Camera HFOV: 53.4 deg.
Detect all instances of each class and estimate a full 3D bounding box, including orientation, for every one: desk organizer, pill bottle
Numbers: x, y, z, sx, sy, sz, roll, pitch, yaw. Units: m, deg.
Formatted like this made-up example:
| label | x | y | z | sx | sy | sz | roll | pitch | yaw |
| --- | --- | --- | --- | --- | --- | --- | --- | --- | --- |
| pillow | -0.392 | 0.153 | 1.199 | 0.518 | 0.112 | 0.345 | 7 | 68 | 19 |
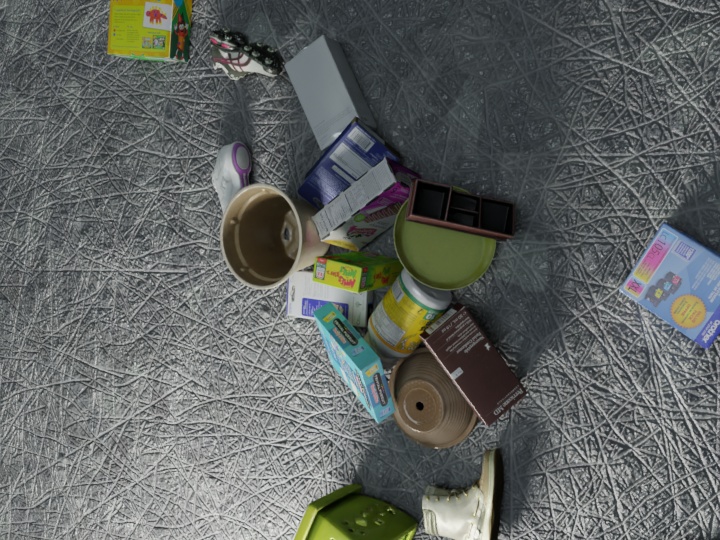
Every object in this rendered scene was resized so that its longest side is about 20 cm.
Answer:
| label | x | y | z | sx | sy | sz | roll | pitch | yaw |
| --- | --- | --- | --- | --- | --- | --- | --- | --- | --- |
| desk organizer | 0.184 | -0.110 | 1.299 | 0.194 | 0.077 | 0.074 | 12 | 89 | -1 |
| pill bottle | 0.082 | 0.095 | 1.393 | 0.113 | 0.112 | 0.202 | 44 | 120 | 17 |

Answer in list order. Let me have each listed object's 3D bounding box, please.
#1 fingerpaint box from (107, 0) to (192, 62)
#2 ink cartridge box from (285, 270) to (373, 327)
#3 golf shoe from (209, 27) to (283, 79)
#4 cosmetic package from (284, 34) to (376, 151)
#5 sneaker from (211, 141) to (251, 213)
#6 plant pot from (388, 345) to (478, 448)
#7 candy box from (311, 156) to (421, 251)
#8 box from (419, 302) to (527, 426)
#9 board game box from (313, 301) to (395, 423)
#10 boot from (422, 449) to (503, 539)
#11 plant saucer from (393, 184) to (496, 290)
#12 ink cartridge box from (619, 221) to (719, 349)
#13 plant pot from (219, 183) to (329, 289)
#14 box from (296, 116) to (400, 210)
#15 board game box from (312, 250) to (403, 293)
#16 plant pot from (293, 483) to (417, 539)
| label | x | y | z | sx | sy | sz | roll | pitch | yaw |
| --- | --- | --- | --- | --- | --- | --- | --- | --- | --- |
| fingerpaint box | -0.490 | -0.580 | 1.667 | 0.195 | 0.073 | 0.172 | 10 | 100 | 26 |
| ink cartridge box | -0.066 | 0.056 | 1.516 | 0.195 | 0.039 | 0.103 | 7 | 98 | 26 |
| golf shoe | -0.247 | -0.456 | 1.562 | 0.197 | 0.077 | 0.090 | 32 | 127 | 24 |
| cosmetic package | -0.061 | -0.356 | 1.458 | 0.111 | 0.081 | 0.205 | -26 | 81 | 26 |
| sneaker | -0.288 | -0.181 | 1.605 | 0.098 | 0.074 | 0.207 | 0 | 90 | 41 |
| plant pot | 0.132 | 0.255 | 1.398 | 0.196 | 0.092 | 0.207 | 3 | 96 | 28 |
| candy box | 0.020 | -0.124 | 1.397 | 0.198 | 0.135 | 0.062 | -35 | 65 | 26 |
| box | 0.205 | 0.172 | 1.317 | 0.099 | 0.075 | 0.202 | -38 | 96 | -2 |
| board game box | -0.013 | 0.177 | 1.402 | 0.200 | 0.046 | 0.153 | 45 | 158 | 47 |
| boot | 0.197 | 0.435 | 1.392 | 0.151 | 0.072 | 0.206 | 8 | 98 | 29 |
| plant saucer | 0.157 | -0.060 | 1.347 | 0.194 | 0.031 | 0.206 | 1 | 75 | -4 |
| ink cartridge box | 0.548 | 0.031 | 1.173 | 0.198 | 0.076 | 0.139 | 35 | 109 | 19 |
| plant pot | -0.157 | -0.073 | 1.471 | 0.195 | 0.182 | 0.207 | 3 | 96 | 26 |
| box | -0.028 | -0.196 | 1.437 | 0.120 | 0.033 | 0.200 | 35 | 119 | -20 |
| board game box | 0.000 | 0.000 | 1.385 | 0.099 | 0.199 | 0.049 | 13 | 100 | 25 |
| plant pot | -0.028 | 0.565 | 1.454 | 0.179 | 0.197 | 0.204 | 31 | 108 | 28 |
